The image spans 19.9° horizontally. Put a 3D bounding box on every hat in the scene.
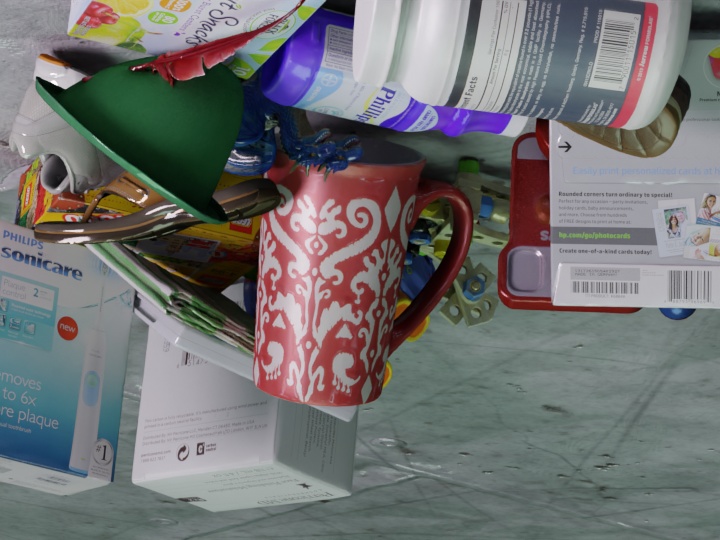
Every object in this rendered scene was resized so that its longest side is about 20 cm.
[{"bbox_3d":[-0.109,-0.146,1.457,0.200,0.177,0.165,40,-173,34],"label":"hat"}]

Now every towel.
[{"bbox_3d":[-0.141,0.022,1.735,0.152,0.024,0.200,35,-176,39],"label":"towel"}]

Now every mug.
[{"bbox_3d":[-0.004,0.002,1.658,0.176,0.202,0.133,8,-168,4],"label":"mug"}]

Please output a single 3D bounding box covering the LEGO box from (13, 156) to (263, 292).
[{"bbox_3d":[-0.186,-0.053,1.790,0.198,0.078,0.149,13,158,-22],"label":"LEGO box"}]

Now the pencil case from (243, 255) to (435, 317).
[{"bbox_3d":[-0.021,0.012,1.934,0.199,0.087,0.078,-13,116,38],"label":"pencil case"}]

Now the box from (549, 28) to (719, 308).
[{"bbox_3d":[0.215,-0.073,1.499,0.154,0.202,0.041,0,-161,10],"label":"box"}]

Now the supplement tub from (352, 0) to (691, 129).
[{"bbox_3d":[0.101,-0.170,1.314,0.198,0.142,0.140,7,160,-6],"label":"supplement tub"}]

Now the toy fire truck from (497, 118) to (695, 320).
[{"bbox_3d":[0.208,-0.043,1.600,0.198,0.170,0.112,4,161,3],"label":"toy fire truck"}]

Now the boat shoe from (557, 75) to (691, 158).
[{"bbox_3d":[0.137,-0.146,1.437,0.199,0.065,0.074,31,132,9],"label":"boat shoe"}]

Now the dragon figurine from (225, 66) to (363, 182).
[{"bbox_3d":[-0.094,-0.111,1.577,0.198,0.100,0.059,-3,159,20],"label":"dragon figurine"}]

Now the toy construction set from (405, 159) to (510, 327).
[{"bbox_3d":[0.095,-0.030,1.793,0.130,0.093,0.200,8,149,-12],"label":"toy construction set"}]

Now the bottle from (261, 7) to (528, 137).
[{"bbox_3d":[0.029,-0.141,1.519,0.198,0.066,0.084,12,157,-19],"label":"bottle"}]

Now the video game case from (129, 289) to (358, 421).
[{"bbox_3d":[-0.119,0.065,1.842,0.199,0.022,0.182,27,-177,-33],"label":"video game case"}]

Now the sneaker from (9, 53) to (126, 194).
[{"bbox_3d":[-0.211,-0.092,1.640,0.075,0.092,0.200,27,174,40],"label":"sneaker"}]

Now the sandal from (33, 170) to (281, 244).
[{"bbox_3d":[-0.159,-0.055,1.600,0.198,0.055,0.082,-12,178,19],"label":"sandal"}]

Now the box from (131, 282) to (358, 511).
[{"bbox_3d":[-0.112,0.128,2.092,0.198,0.202,0.130,-12,154,38],"label":"box"}]

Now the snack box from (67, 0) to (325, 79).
[{"bbox_3d":[-0.104,-0.201,1.398,0.141,0.054,0.200,11,161,-21],"label":"snack box"}]

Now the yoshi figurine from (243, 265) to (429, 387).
[{"bbox_3d":[-0.028,0.032,1.826,0.112,0.113,0.199,-14,-147,-40],"label":"yoshi figurine"}]

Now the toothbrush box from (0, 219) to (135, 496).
[{"bbox_3d":[-0.280,0.077,1.758,0.146,0.202,0.085,20,155,-34],"label":"toothbrush box"}]
